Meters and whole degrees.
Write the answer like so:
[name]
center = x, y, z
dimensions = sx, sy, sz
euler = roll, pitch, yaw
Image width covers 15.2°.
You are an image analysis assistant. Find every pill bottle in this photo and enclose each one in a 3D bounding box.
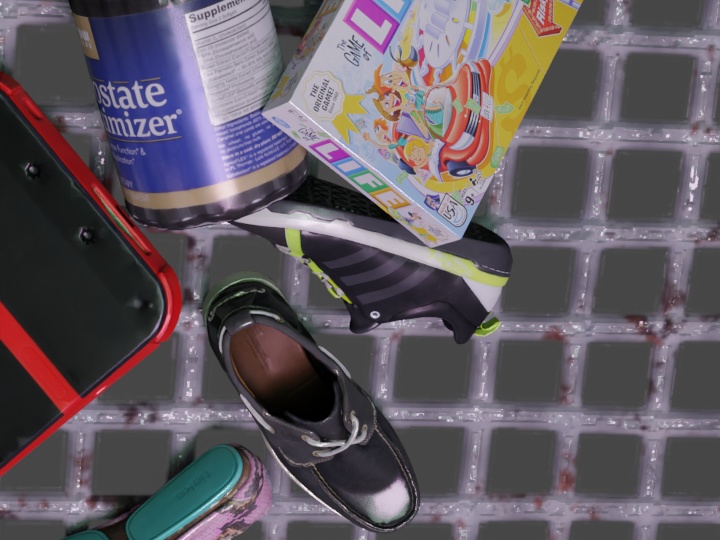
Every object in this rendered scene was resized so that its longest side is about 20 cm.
[pill bottle]
center = -0.104, -0.134, 1.544
dimensions = 0.112, 0.112, 0.200
euler = -17, 110, -7

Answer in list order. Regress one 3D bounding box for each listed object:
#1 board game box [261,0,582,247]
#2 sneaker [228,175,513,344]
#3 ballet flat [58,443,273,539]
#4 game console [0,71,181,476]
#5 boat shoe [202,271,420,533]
[board game box]
center = 0.043, -0.133, 1.567
dimensions = 0.134, 0.034, 0.200
euler = 37, 65, -21
[sneaker]
center = 0.000, 0.000, 1.632
dimensions = 0.200, 0.072, 0.083
euler = 15, 104, -17
[ballet flat]
center = -0.139, 0.182, 1.666
dimensions = 0.200, 0.069, 0.071
euler = -32, 131, -2
[game console]
center = -0.222, 0.001, 1.572
dimensions = 0.177, 0.031, 0.200
euler = -39, 93, 10
[boat shoe]
center = -0.028, 0.093, 1.658
dimensions = 0.072, 0.068, 0.200
euler = -37, 113, -2
